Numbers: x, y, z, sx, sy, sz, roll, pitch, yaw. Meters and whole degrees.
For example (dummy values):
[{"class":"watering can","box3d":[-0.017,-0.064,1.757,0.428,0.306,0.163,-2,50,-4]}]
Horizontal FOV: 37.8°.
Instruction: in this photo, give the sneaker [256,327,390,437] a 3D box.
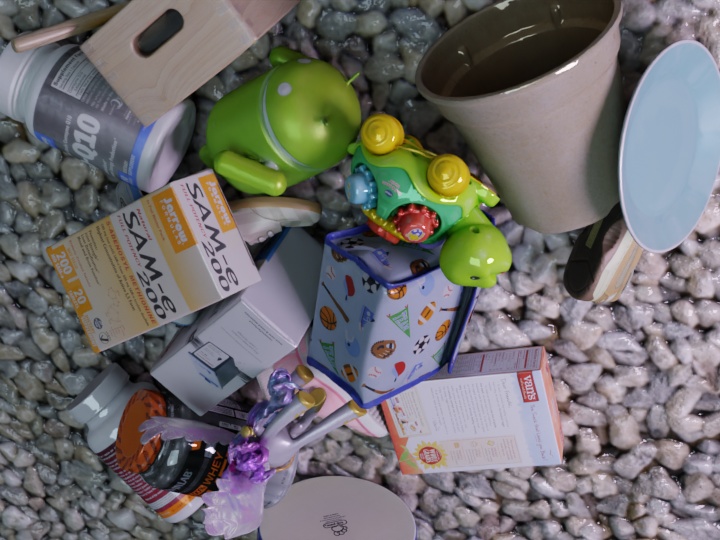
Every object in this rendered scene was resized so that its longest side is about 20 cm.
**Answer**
[{"class":"sneaker","box3d":[-0.047,0.144,1.253,0.104,0.076,0.200,-24,134,23]}]

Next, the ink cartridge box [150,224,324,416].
[{"class":"ink cartridge box","box3d":[-0.130,0.055,1.187,0.086,0.147,0.200,41,132,-11]}]

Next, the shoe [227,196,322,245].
[{"class":"shoe","box3d":[-0.139,-0.048,1.139,0.199,0.070,0.054,-3,88,5]}]

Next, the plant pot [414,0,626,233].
[{"class":"plant pot","box3d":[0.179,-0.146,1.012,0.200,0.201,0.184,-16,124,22]}]

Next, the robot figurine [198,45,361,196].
[{"class":"robot figurine","box3d":[-0.080,-0.147,1.087,0.116,0.176,0.200,43,144,-26]}]

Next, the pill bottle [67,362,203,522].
[{"class":"pill bottle","box3d":[-0.274,0.218,1.352,0.113,0.113,0.200,-36,104,28]}]

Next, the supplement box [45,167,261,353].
[{"class":"supplement box","box3d":[-0.216,-0.007,1.085,0.199,0.073,0.127,-23,94,33]}]

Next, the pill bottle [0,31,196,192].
[{"class":"pill bottle","box3d":[-0.291,-0.175,1.145,0.199,0.114,0.114,26,121,4]}]

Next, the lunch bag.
[{"class":"lunch bag","box3d":[0.058,0.030,1.125,0.124,0.199,0.171,38,131,32]}]

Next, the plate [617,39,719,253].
[{"class":"plate","box3d":[0.290,-0.117,0.998,0.025,0.200,0.201,15,125,42]}]

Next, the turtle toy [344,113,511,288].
[{"class":"turtle toy","box3d":[0.065,-0.064,1.016,0.200,0.146,0.101,34,95,15]}]

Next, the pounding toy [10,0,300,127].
[{"class":"pounding toy","box3d":[-0.197,-0.247,1.044,0.200,0.184,0.142,-31,106,27]}]

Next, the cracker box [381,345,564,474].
[{"class":"cracker box","box3d":[0.132,0.168,1.252,0.199,0.058,0.135,-7,116,19]}]

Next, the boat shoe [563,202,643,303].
[{"class":"boat shoe","box3d":[0.283,-0.057,1.096,0.076,0.072,0.201,10,116,-30]}]

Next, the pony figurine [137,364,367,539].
[{"class":"pony figurine","box3d":[-0.115,0.194,1.141,0.200,0.193,0.167,-46,58,16]}]

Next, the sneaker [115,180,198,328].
[{"class":"sneaker","box3d":[-0.223,-0.033,1.184,0.072,0.072,0.201,-33,69,34]}]

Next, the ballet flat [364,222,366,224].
[{"class":"ballet flat","box3d":[0.000,0.000,1.199,0.069,0.070,0.201,21,121,3]}]

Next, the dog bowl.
[{"class":"dog bowl","box3d":[-0.030,0.345,1.306,0.199,0.200,0.079,8,117,10]}]

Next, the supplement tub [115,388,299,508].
[{"class":"supplement tub","box3d":[-0.184,0.212,1.269,0.199,0.123,0.123,19,125,-31]}]
